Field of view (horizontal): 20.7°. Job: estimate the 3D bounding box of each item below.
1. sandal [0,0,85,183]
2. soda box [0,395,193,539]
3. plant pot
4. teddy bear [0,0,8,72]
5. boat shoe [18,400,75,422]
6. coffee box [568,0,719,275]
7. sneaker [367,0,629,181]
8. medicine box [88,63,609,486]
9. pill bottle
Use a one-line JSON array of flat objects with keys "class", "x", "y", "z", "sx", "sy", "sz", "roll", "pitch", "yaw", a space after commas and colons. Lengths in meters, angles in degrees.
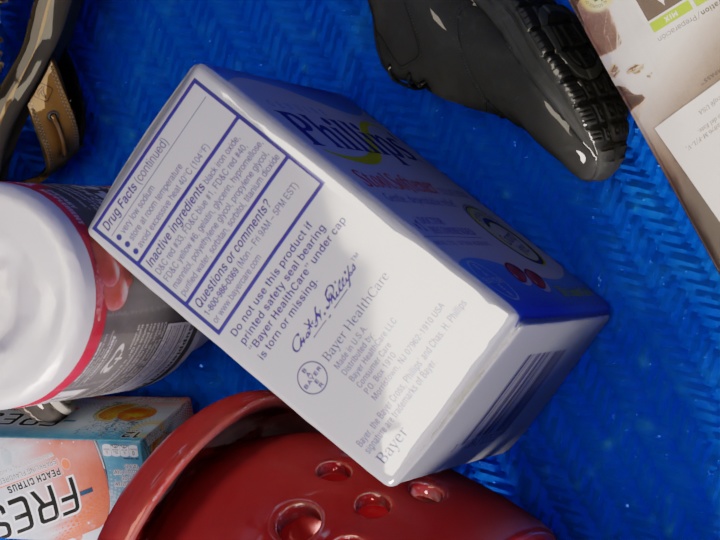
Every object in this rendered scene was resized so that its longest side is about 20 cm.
[{"class": "sandal", "x": -0.175, "y": -0.097, "z": 1.111, "sx": 0.055, "sy": 0.082, "sz": 0.200, "roll": 23, "pitch": 95, "yaw": -7}, {"class": "soda box", "x": -0.191, "y": 0.109, "z": 1.107, "sx": 0.200, "sy": 0.068, "sz": 0.064, "roll": -1, "pitch": 107, "yaw": 22}, {"class": "plant pot", "x": -0.026, "y": 0.174, "z": 0.985, "sx": 0.182, "sy": 0.200, "sz": 0.201, "roll": 27, "pitch": 100, "yaw": 27}, {"class": "teddy bear", "x": -0.240, "y": -0.140, "z": 1.113, "sx": 0.145, "sy": 0.067, "sz": 0.200, "roll": -1, "pitch": 61, "yaw": 50}, {"class": "boat shoe", "x": -0.234, "y": 0.022, "z": 1.105, "sx": 0.057, "sy": 0.067, "sz": 0.200, "roll": -43, "pitch": 68, "yaw": 3}, {"class": "coffee box", "x": 0.182, "y": -0.076, "z": 0.943, "sx": 0.080, "sy": 0.113, "sz": 0.200, "roll": -31, "pitch": 79, "yaw": 19}, {"class": "sneaker", "x": 0.061, "y": -0.116, "z": 1.020, "sx": 0.091, "sy": 0.076, "sz": 0.200, "roll": -46, "pitch": 68, "yaw": 25}, {"class": "medicine box", "x": 0.000, "y": 0.000, "z": 0.977, "sx": 0.200, "sy": 0.182, "sz": 0.103, "roll": 40, "pitch": 103, "yaw": 16}, {"class": "pill bottle", "x": -0.145, "y": 0.011, "z": 1.023, "sx": 0.111, "sy": 0.200, "sz": 0.111, "roll": 0, "pitch": 91, "yaw": 21}]
